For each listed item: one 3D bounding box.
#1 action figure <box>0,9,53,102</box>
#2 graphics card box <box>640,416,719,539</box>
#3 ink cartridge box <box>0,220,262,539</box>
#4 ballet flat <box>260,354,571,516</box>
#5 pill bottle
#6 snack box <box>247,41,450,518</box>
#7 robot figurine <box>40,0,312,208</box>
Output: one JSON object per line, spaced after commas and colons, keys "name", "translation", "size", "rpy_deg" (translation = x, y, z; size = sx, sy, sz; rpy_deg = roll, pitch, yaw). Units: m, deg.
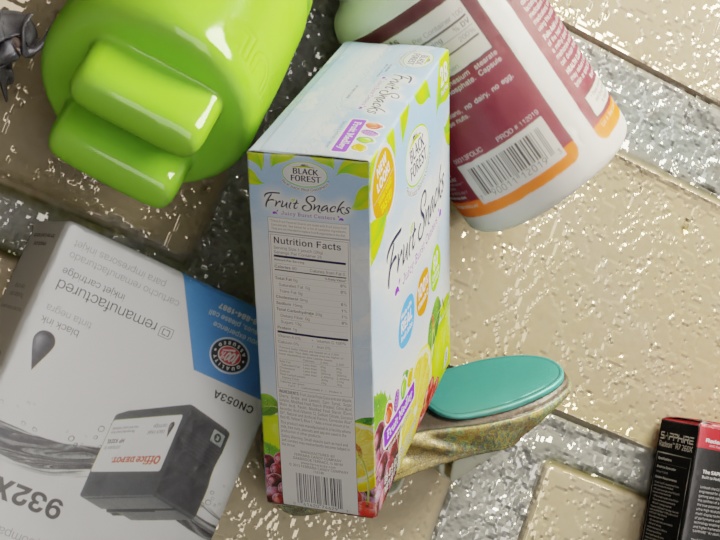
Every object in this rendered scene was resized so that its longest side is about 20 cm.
{"name": "action figure", "translation": [-0.247, -0.083, 0.810], "size": [0.200, 0.130, 0.070], "rpy_deg": [-24, 64, -7]}
{"name": "graphics card box", "translation": [0.243, 0.203, 1.052], "size": [0.125, 0.051, 0.201], "rpy_deg": [11, 86, -23]}
{"name": "ink cartridge box", "translation": [-0.143, 0.092, 0.867], "size": [0.145, 0.084, 0.201], "rpy_deg": [26, 82, -21]}
{"name": "ballet flat", "translation": [0.034, 0.101, 0.959], "size": [0.199, 0.071, 0.071], "rpy_deg": [-12, 96, -23]}
{"name": "pill bottle", "translation": [0.056, -0.132, 0.930], "size": [0.114, 0.114, 0.200], "rpy_deg": [-41, 105, -17]}
{"name": "snack box", "translation": [0.000, 0.000, 0.849], "size": [0.067, 0.169, 0.201], "rpy_deg": [5, 118, 15]}
{"name": "robot figurine", "translation": [-0.092, -0.127, 0.840], "size": [0.115, 0.176, 0.200], "rpy_deg": [26, 49, -6]}
